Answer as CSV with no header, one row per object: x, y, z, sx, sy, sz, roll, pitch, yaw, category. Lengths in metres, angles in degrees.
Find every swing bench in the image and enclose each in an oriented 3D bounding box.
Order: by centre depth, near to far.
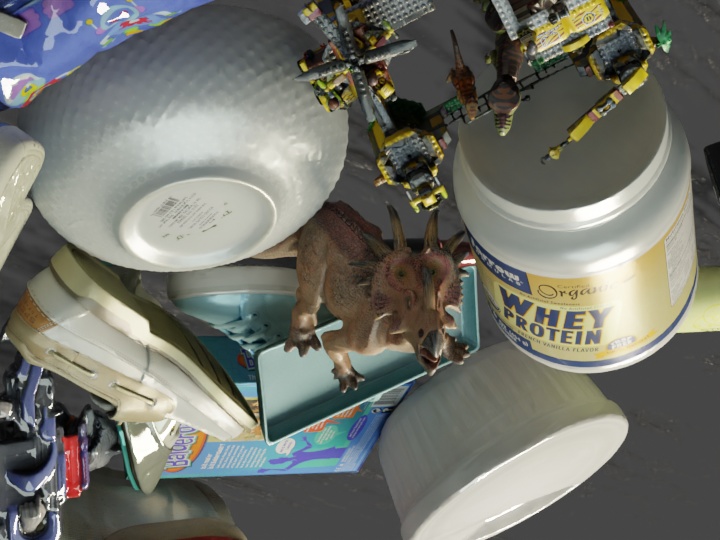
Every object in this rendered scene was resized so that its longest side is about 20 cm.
-0.238,0.227,1.316,0.198,0.130,0.200,18,130,-39,swing bench

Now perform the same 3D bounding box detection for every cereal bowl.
-0.100,-0.060,0.950,0.198,0.084,0.201,-9,149,-5,cereal bowl

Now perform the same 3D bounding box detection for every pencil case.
-0.116,-0.152,0.797,0.199,0.079,0.087,-24,180,16,pencil case

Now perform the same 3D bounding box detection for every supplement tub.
0.135,-0.038,1.007,0.143,0.145,0.200,-16,148,5,supplement tub

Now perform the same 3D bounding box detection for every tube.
0.261,0.020,1.170,0.198,0.052,0.058,-2,-167,23,tube

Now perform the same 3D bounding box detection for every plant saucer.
0.006,0.054,1.123,0.199,0.019,0.071,-22,118,-36,plant saucer

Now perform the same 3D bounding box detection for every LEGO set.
0.069,-0.108,0.849,0.198,0.116,0.155,-20,126,3,LEGO set

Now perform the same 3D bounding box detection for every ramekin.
0.105,0.136,1.282,0.201,0.095,0.203,-25,156,-12,ramekin

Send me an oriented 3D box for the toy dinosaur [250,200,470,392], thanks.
0.000,0.000,1.010,0.086,0.199,0.136,-38,149,-28,toy dinosaur

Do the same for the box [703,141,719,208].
0.352,-0.064,1.136,0.199,0.046,0.159,-19,148,12,box

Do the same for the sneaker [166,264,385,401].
-0.048,0.048,1.124,0.199,0.083,0.074,15,160,-36,sneaker

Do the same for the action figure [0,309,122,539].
-0.264,0.104,1.152,0.192,0.105,0.202,5,104,-14,action figure

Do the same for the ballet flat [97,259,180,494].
-0.149,0.076,1.116,0.063,0.068,0.201,-12,126,1,ballet flat

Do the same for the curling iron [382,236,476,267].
0.062,-0.012,1.130,0.198,0.026,0.050,4,-178,-18,curling iron

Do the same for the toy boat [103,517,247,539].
-0.142,0.285,1.215,0.129,0.131,0.201,-4,141,-19,toy boat

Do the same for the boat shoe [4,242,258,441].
-0.146,0.060,1.035,0.068,0.075,0.200,-43,130,3,boat shoe

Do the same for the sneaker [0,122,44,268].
-0.234,-0.052,0.862,0.111,0.077,0.200,28,170,-8,sneaker

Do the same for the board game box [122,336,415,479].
-0.076,0.108,1.259,0.198,0.045,0.152,1,146,-21,board game box
